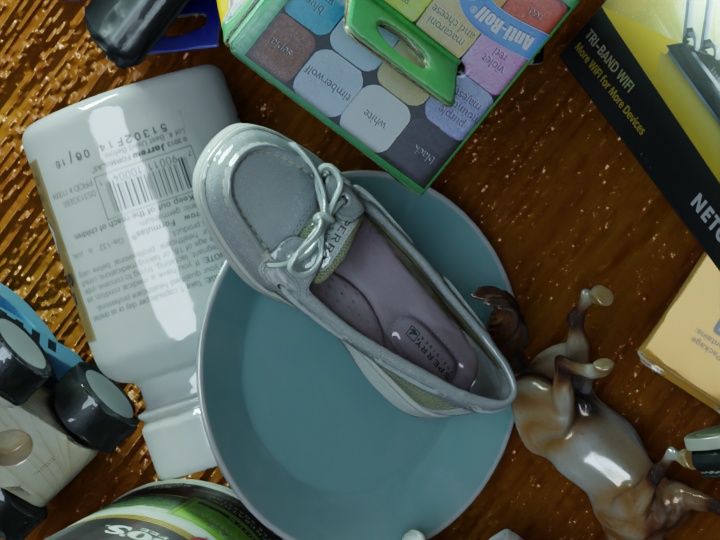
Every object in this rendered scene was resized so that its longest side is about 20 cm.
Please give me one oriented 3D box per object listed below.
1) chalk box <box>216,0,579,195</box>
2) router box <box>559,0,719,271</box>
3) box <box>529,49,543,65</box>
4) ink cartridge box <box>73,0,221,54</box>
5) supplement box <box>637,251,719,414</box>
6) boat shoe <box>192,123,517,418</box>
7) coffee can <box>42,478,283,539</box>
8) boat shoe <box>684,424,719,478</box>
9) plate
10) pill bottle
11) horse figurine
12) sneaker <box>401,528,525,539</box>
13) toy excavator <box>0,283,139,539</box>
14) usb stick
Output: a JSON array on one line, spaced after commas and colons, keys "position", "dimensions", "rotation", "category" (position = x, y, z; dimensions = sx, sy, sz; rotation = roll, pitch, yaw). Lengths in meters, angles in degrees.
[{"position": [0.015, -0.131, 1.248], "dimensions": [0.124, 0.200, 0.124], "rotation": [37, 101, -17], "category": "chalk box"}, {"position": [0.205, -0.095, 1.272], "dimensions": [0.157, 0.052, 0.200], "rotation": [-49, 48, 19], "category": "router box"}, {"position": [0.046, -0.211, 1.369], "dimensions": [0.110, 0.035, 0.201], "rotation": [4, 96, 13], "category": "box"}, {"position": [-0.102, -0.217, 1.384], "dimensions": [0.136, 0.076, 0.201], "rotation": [-5, 95, 14], "category": "ink cartridge box"}, {"position": [0.223, -0.023, 1.329], "dimensions": [0.066, 0.069, 0.200], "rotation": [34, 100, 9], "category": "supplement box"}, {"position": [0.000, 0.002, 1.301], "dimensions": [0.202, 0.065, 0.075], "rotation": [48, 67, -24], "category": "boat shoe"}, {"position": [-0.119, 0.196, 1.358], "dimensions": [0.146, 0.200, 0.147], "rotation": [1, 95, 13], "category": "coffee can"}, {"position": [0.250, 0.102, 1.289], "dimensions": [0.199, 0.074, 0.066], "rotation": [-2, 90, -31], "category": "boat shoe"}, {"position": [-0.002, 0.049, 1.354], "dimensions": [0.026, 0.200, 0.201], "rotation": [1, 97, 57], "category": "plate"}, {"position": [-0.096, 0.002, 1.380], "dimensions": [0.114, 0.114, 0.201], "rotation": [-18, 91, 14], "category": "pill bottle"}, {"position": [0.126, 0.087, 1.350], "dimensions": [0.050, 0.133, 0.200], "rotation": [-37, 85, -30], "category": "horse figurine"}, {"position": [0.099, 0.192, 1.353], "dimensions": [0.199, 0.075, 0.100], "rotation": [17, 81, -14], "category": "sneaker"}, {"position": [-0.236, 0.028, 1.429], "dimensions": [0.100, 0.200, 0.194], "rotation": [-45, 128, 12], "category": "toy excavator"}, {"position": [-0.070, -0.189, 1.317], "dimensions": [0.033, 0.055, 0.200], "rotation": [32, 104, -33], "category": "usb stick"}]
